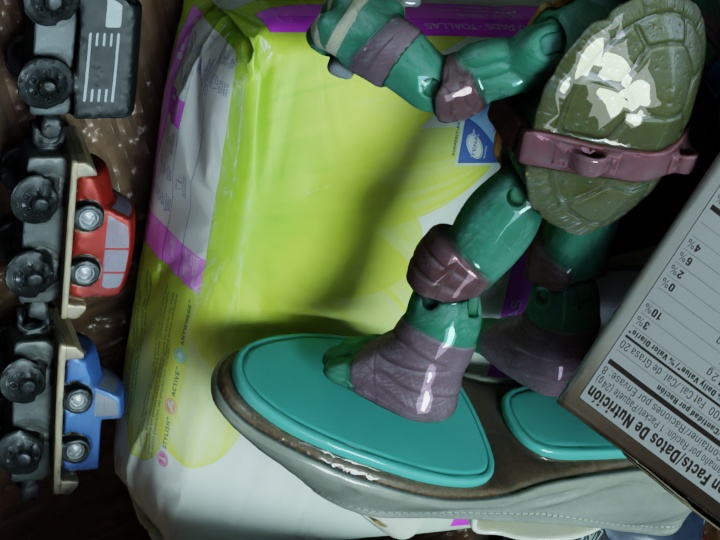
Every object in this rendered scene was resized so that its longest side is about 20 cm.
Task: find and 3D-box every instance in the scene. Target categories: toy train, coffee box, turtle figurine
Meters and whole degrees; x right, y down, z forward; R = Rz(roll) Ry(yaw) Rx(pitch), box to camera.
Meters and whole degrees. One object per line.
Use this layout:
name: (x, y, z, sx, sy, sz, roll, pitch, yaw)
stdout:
toy train: (-0.097, -0.013, 0.820, 0.046, 0.034, 0.201, -2, 117, -18)
coffee box: (0.158, -0.023, 0.769, 0.200, 0.080, 0.113, -59, 165, 21)
turtle figurine: (0.057, -0.053, 0.762, 0.149, 0.101, 0.201, 4, 115, -27)

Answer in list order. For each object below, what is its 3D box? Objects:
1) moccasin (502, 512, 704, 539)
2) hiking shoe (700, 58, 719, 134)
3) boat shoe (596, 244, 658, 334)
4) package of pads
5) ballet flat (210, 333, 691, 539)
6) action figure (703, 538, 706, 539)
moccasin: (0.111, 0.098, 0.961, 0.080, 0.068, 0.200, 21, 104, -32)
hiking shoe: (0.117, -0.112, 0.862, 0.086, 0.075, 0.201, -7, 126, 8)
boat shoe: (0.161, 0.003, 0.885, 0.199, 0.066, 0.074, 0, 149, 24)
package of pads: (0.000, 0.000, 0.855, 0.154, 0.068, 0.201, -2, 117, -25)
ballet flat: (0.035, 0.065, 0.829, 0.199, 0.068, 0.064, 5, 132, -28)
action figure: (0.128, 0.220, 1.024, 0.065, 0.099, 0.201, 14, 112, -31)
